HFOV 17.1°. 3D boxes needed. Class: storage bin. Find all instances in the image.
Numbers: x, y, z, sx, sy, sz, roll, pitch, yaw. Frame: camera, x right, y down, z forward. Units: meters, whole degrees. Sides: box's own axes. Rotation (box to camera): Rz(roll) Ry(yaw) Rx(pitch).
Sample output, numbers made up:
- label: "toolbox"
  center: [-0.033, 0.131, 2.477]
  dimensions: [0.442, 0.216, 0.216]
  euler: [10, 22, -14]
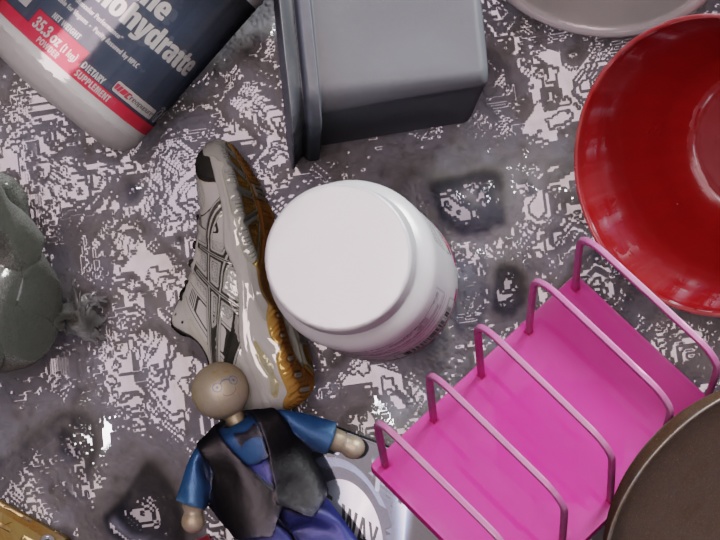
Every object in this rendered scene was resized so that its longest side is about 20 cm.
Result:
- label: "storage bin"
  center: [0.011, -0.156, 1.624]
  dimensions: [0.134, 0.200, 0.146]
  euler: [-6, 84, -3]

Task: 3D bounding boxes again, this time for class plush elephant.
- label: "plush elephant"
  center: [-0.290, 0.008, 1.672]
  dimensions: [0.155, 0.200, 0.165]
  euler: [11, 85, 32]

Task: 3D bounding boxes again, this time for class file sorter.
- label: "file sorter"
  center: [0.123, 0.096, 1.580]
  dimensions: [0.200, 0.125, 0.139]
  euler: [-42, 73, -12]

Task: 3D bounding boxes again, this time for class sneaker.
- label: "sneaker"
  center: [-0.100, 0.008, 1.677]
  dimensions: [0.088, 0.076, 0.200]
  euler: [-18, 76, 17]

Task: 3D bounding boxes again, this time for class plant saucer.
- label: "plant saucer"
  center: [0.236, 0.150, 1.575]
  dimensions: [0.200, 0.200, 0.032]
  euler: [-48, 44, 2]

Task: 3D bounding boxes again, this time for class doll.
- label: "doll"
  center: [-0.055, 0.151, 1.619]
  dimensions: [0.136, 0.048, 0.200]
  euler: [-29, 85, -12]

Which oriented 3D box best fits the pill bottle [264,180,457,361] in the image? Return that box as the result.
- label: "pill bottle"
  center: [0.000, 0.000, 1.598]
  dimensions: [0.113, 0.200, 0.113]
  euler: [-1, 84, 8]

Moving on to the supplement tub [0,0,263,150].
- label: "supplement tub"
  center: [-0.153, -0.197, 1.669]
  dimensions: [0.140, 0.140, 0.200]
  euler: [41, 92, 10]

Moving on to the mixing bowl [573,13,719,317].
- label: "mixing bowl"
  center: [0.255, -0.076, 1.600]
  dimensions: [0.200, 0.108, 0.200]
  euler: [6, 103, 27]

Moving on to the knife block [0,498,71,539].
- label: "knife block"
  center: [-0.293, 0.283, 1.695]
  dimensions: [0.064, 0.176, 0.200]
  euler: [28, 44, 9]

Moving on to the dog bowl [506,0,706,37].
- label: "dog bowl"
  center: [0.162, -0.238, 1.600]
  dimensions: [0.200, 0.200, 0.059]
  euler: [6, 49, 9]

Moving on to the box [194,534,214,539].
- label: "box"
  center: [-0.160, 0.283, 1.625]
  dimensions: [0.200, 0.095, 0.103]
  euler: [-40, 80, 20]

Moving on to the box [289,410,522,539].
- label: "box"
  center: [0.018, 0.206, 1.656]
  dimensions: [0.200, 0.044, 0.160]
  euler: [21, 88, 10]
